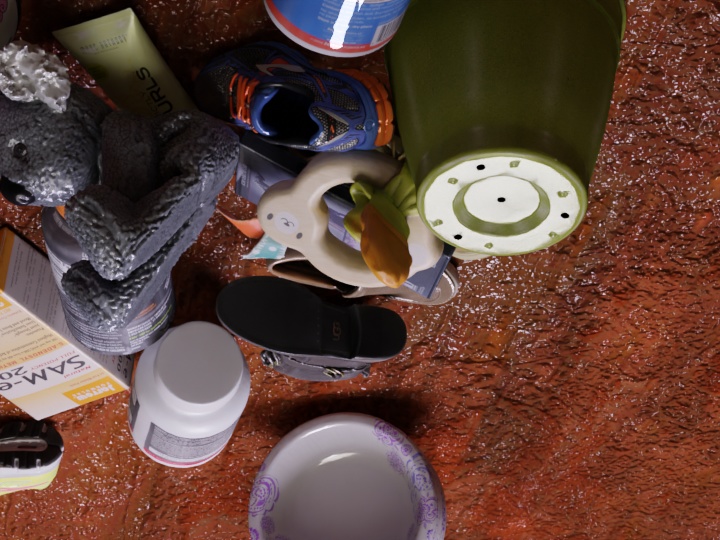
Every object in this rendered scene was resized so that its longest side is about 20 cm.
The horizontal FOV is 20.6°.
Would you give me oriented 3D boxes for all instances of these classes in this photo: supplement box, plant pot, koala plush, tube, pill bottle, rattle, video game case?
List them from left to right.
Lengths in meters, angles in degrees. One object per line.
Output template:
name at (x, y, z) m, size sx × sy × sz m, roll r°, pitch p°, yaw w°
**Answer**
supplement box at (-0.326, 0.055, 1.906) m, size 0.126 × 0.074 × 0.200 m, roll -20°, pitch 138°, yaw 29°
koala plush at (-0.221, -0.090, 1.599) m, size 0.200 × 0.184 × 0.177 m, roll 35°, pitch 156°, yaw 7°
pill bottle at (-0.226, -0.020, 1.770) m, size 0.106 × 0.107 × 0.200 m, roll 1°, pitch 144°, yaw 3°
tube at (-0.174, -0.141, 1.655) m, size 0.058 × 0.052 × 0.200 m, roll -41°, pitch 132°, yaw -7°
pill bottle at (-0.165, 0.116, 1.906) m, size 0.110 × 0.111 × 0.200 m, roll 9°, pitch 161°, yaw -8°
rattle at (-0.042, -0.014, 1.581) m, size 0.199 × 0.143 × 0.130 m, roll -2°, pitch 139°, yaw 19°
video game case at (-0.016, -0.046, 1.694) m, size 0.199 × 0.019 × 0.143 m, roll 28°, pitch 165°, yaw 2°
pill bottle at (0.001, -0.258, 1.427) m, size 0.112 × 0.113 × 0.200 m, roll 10°, pitch 142°, yaw -10°
plant pot at (0.110, -0.123, 1.534) m, size 0.199 × 0.194 × 0.201 m, roll 2°, pitch 144°, yaw 1°

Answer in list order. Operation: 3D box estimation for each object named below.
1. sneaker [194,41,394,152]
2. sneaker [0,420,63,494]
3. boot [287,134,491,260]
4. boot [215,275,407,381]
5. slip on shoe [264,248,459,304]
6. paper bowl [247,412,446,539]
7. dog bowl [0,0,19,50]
sneaker at (-0.066, -0.137, 1.570) m, size 0.200 × 0.076 × 0.078 m, roll 13°, pitch -159°, yaw 43°
sneaker at (-0.418, 0.210, 2.122) m, size 0.199 × 0.078 × 0.090 m, roll 4°, pitch 146°, yaw -2°
boot at (0.038, -0.080, 1.651) m, size 0.155 × 0.073 × 0.200 m, roll 35°, pitch 169°, yaw -31°
boot at (-0.062, 0.069, 1.887) m, size 0.199 × 0.070 × 0.174 m, roll 15°, pitch 163°, yaw -17°
slip on shoe at (0.000, 0.000, 1.819) m, size 0.199 × 0.061 × 0.076 m, roll 23°, pitch 139°, yaw -25°
paper bowl at (-0.009, 0.255, 2.051) m, size 0.200 × 0.202 × 0.104 m, roll -6°, pitch 162°, yaw 11°
dog bowl at (-0.375, -0.193, 1.573) m, size 0.199 × 0.074 × 0.200 m, roll 2°, pitch 144°, yaw 2°
